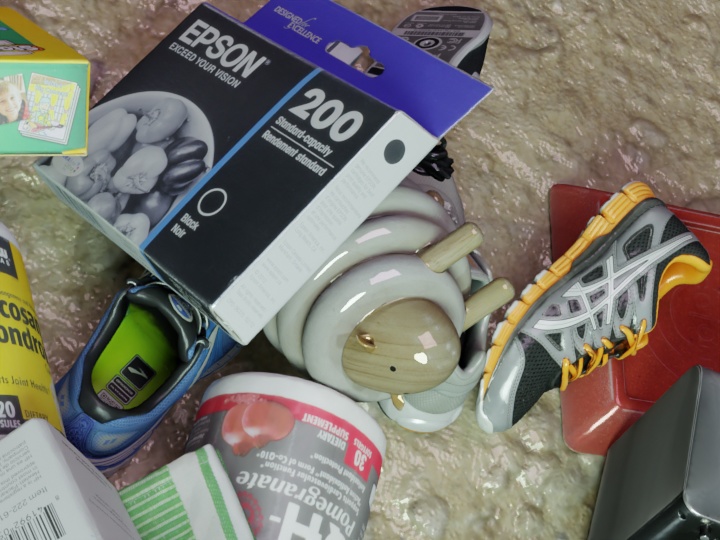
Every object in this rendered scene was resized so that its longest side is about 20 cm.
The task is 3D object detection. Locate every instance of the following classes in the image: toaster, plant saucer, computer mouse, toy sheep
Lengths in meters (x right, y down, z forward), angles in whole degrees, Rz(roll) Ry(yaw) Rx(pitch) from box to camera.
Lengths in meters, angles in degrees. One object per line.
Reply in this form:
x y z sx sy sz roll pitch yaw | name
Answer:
0.243 0.164 1.011 0.181 0.200 0.119 21 56 -5 | toaster
0.230 0.037 1.148 0.200 0.037 0.200 11 62 -21 | plant saucer
0.038 -0.117 1.105 0.110 0.044 0.200 5 35 24 | computer mouse
0.000 0.000 0.959 0.138 0.138 0.200 -2 33 -25 | toy sheep

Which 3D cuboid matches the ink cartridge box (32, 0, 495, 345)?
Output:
-0.059 -0.080 0.938 0.200 0.043 0.198 -45 46 -11 | ink cartridge box

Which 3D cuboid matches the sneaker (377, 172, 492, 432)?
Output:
0.053 -0.004 1.052 0.076 0.092 0.200 5 64 -22 | sneaker

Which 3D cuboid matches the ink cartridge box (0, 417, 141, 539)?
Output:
-0.154 0.191 0.763 0.145 0.085 0.200 -35 49 -1 | ink cartridge box

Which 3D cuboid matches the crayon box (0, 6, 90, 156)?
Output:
-0.268 -0.106 0.912 0.200 0.173 0.058 -3 109 -25 | crayon box

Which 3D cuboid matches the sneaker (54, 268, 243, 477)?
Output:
-0.105 0.032 0.964 0.079 0.089 0.200 37 54 -4 | sneaker

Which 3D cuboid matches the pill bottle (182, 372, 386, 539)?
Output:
-0.061 0.165 0.907 0.111 0.111 0.200 24 59 -13 | pill bottle

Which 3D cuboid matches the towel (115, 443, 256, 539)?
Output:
-0.135 0.191 0.833 0.200 0.023 0.153 -29 59 0 | towel

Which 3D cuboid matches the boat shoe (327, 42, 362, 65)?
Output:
-0.083 -0.110 1.053 0.086 0.075 0.202 42 54 -1 | boat shoe

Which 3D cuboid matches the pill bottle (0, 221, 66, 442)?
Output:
-0.227 0.035 0.887 0.112 0.112 0.200 -5 61 -27 | pill bottle

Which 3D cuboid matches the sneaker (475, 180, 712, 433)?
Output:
0.146 0.030 1.062 0.077 0.078 0.200 37 73 16 | sneaker
